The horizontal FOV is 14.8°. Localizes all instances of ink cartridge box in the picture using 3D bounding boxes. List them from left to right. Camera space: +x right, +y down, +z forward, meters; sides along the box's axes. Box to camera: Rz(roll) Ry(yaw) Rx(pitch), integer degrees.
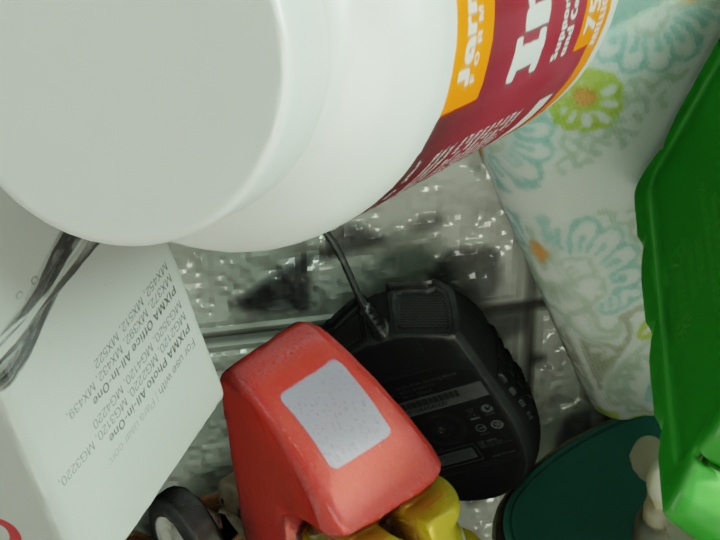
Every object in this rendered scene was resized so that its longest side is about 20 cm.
[{"bbox_3d":[-0.138,-0.020,0.723,0.144,0.084,0.201,6,133,27],"label":"ink cartridge box"}]

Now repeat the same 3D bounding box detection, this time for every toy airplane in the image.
[{"bbox_3d":[0.030,0.134,0.803,0.198,0.141,0.201,20,79,-26],"label":"toy airplane"}]

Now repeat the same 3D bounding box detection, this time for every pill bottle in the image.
[{"bbox_3d":[-0.015,-0.069,0.672,0.112,0.200,0.114,6,106,22],"label":"pill bottle"}]

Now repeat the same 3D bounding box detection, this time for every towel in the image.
[{"bbox_3d":[0.137,-0.052,0.828,0.199,0.048,0.172,-23,127,4],"label":"towel"}]

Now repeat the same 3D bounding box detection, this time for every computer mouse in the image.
[{"bbox_3d":[0.000,0.000,0.840,0.058,0.034,0.200,-14,131,23],"label":"computer mouse"}]

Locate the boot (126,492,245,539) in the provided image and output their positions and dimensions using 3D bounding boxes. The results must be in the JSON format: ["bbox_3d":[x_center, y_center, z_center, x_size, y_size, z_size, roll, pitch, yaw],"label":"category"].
[{"bbox_3d":[0.006,0.121,0.910,0.199,0.074,0.155,-31,121,3],"label":"boot"}]

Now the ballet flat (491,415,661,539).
[{"bbox_3d":[0.140,0.064,0.908,0.199,0.070,0.070,-23,128,2],"label":"ballet flat"}]

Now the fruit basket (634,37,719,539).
[{"bbox_3d":[0.179,0.027,0.741,0.214,0.216,0.156,13,123,-22],"label":"fruit basket"}]
